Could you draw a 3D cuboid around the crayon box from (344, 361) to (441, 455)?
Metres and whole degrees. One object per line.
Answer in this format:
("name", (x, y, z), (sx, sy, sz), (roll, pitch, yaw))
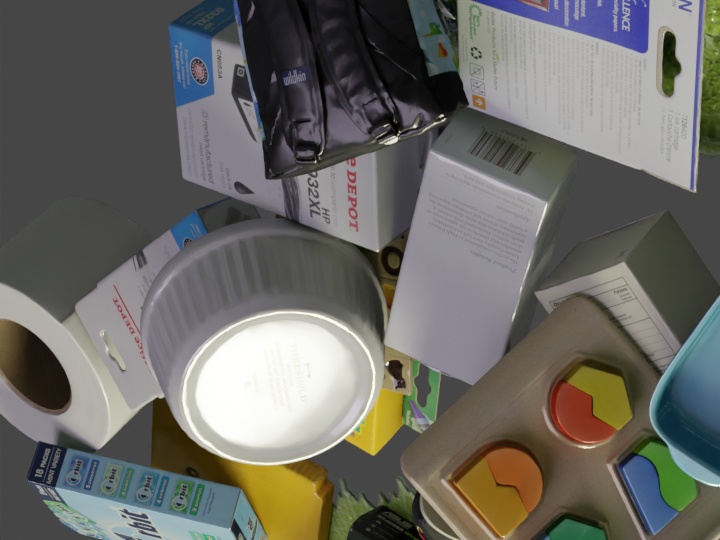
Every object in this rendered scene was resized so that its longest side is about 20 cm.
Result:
("crayon box", (-0.026, 0.075, 1.860), (0.199, 0.052, 0.126), (28, 139, 23))

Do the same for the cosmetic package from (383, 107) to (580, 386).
("cosmetic package", (0.090, -0.014, 1.622), (0.101, 0.074, 0.201), (26, 133, 13))

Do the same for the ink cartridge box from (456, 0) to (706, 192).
("ink cartridge box", (0.155, -0.172, 1.466), (0.199, 0.047, 0.199), (21, 135, 27))

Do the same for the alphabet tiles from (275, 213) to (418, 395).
("alphabet tiles", (0.000, 0.000, 1.753), (0.166, 0.006, 0.201), (13, 116, 30))

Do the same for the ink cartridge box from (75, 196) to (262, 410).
("ink cartridge box", (-0.148, 0.029, 1.833), (0.200, 0.067, 0.116), (-32, 86, 44))

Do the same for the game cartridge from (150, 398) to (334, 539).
("game cartridge", (-0.117, 0.211, 2.089), (0.199, 0.032, 0.177), (27, 140, 17))

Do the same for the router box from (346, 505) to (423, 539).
("router box", (0.064, 0.331, 1.962), (0.199, 0.062, 0.151), (30, 119, 22))

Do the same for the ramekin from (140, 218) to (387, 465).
("ramekin", (-0.072, 0.065, 1.694), (0.201, 0.094, 0.203), (-6, 127, -7))

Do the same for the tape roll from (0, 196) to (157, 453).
("tape roll", (-0.267, 0.052, 1.998), (0.202, 0.139, 0.204), (25, 138, 25))

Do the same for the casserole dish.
("casserole dish", (0.287, 0.062, 1.492), (0.121, 0.039, 0.200), (32, 113, -3))

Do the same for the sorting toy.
("sorting toy", (0.157, 0.149, 1.534), (0.200, 0.185, 0.036), (48, 176, -1))

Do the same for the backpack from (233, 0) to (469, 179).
("backpack", (-0.015, -0.187, 1.499), (0.162, 0.154, 0.201), (-19, 100, 30))

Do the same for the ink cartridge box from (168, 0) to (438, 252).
("ink cartridge box", (-0.044, -0.119, 1.661), (0.199, 0.084, 0.146), (21, 129, 30))

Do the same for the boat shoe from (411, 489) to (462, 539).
("boat shoe", (0.131, 0.207, 1.582), (0.201, 0.074, 0.063), (28, 162, 0))

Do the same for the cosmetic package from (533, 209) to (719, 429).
("cosmetic package", (0.231, 0.065, 1.583), (0.103, 0.073, 0.201), (-20, 109, 50))

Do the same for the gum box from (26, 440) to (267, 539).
("gum box", (-0.198, 0.226, 2.022), (0.199, 0.045, 0.170), (11, 160, 11))
